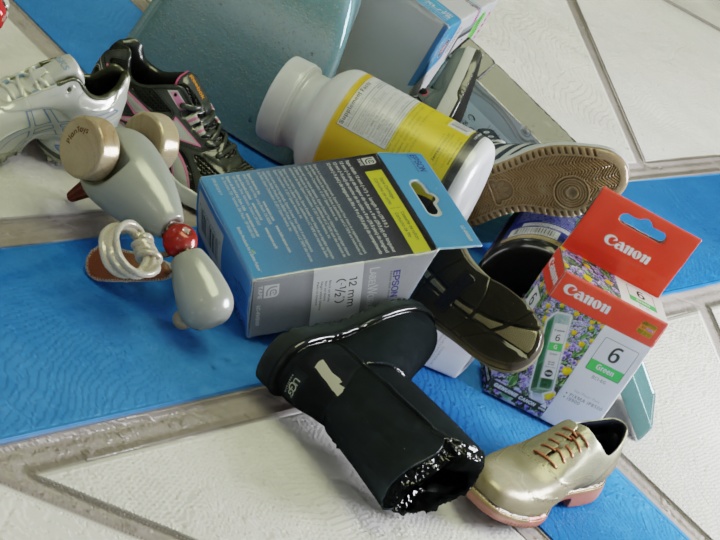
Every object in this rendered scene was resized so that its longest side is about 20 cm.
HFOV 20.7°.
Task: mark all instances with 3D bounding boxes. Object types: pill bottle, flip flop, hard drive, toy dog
[{"bbox_3d":[0.011,-0.109,1.753,0.199,0.113,0.112,29,23,11],"label":"pill bottle"},{"bbox_3d":[0.175,-0.003,1.852,0.111,0.112,0.200,34,25,3],"label":"pill bottle"},{"bbox_3d":[0.077,0.016,1.651,0.200,0.081,0.058,43,-12,25],"label":"flip flop"},{"bbox_3d":[0.145,-0.124,1.988,0.200,0.140,0.038,45,60,3],"label":"hard drive"},{"bbox_3d":[-0.176,-0.033,1.532,0.131,0.096,0.201,18,43,-36],"label":"toy dog"}]

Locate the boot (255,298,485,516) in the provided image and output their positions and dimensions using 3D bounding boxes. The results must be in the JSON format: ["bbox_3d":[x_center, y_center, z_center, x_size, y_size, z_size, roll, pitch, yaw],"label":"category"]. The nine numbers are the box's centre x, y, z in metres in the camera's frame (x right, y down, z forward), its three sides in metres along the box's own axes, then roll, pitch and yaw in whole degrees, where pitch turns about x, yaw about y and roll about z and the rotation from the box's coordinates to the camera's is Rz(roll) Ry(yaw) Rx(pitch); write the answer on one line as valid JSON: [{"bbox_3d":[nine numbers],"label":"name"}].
[{"bbox_3d":[0.035,0.107,1.515,0.168,0.077,0.199,44,30,25],"label":"boot"}]

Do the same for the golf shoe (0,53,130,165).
[{"bbox_3d":[-0.269,-0.139,1.574,0.199,0.098,0.078,-3,45,-51],"label":"golf shoe"}]

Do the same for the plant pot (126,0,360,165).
[{"bbox_3d":[-0.090,-0.259,1.892,0.195,0.201,0.196,30,24,-7],"label":"plant pot"}]

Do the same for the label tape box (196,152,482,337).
[{"bbox_3d":[-0.020,-0.026,1.619,0.198,0.067,0.144,-8,40,-21],"label":"label tape box"}]

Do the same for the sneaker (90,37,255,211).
[{"bbox_3d":[-0.154,-0.124,1.696,0.199,0.087,0.080,34,27,1],"label":"sneaker"}]

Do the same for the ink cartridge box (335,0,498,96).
[{"bbox_3d":[0.031,-0.258,2.103,0.146,0.147,0.200,36,25,7],"label":"ink cartridge box"}]

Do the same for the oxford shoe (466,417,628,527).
[{"bbox_3d":[0.147,0.151,1.577,0.071,0.074,0.199,43,26,21],"label":"oxford shoe"}]

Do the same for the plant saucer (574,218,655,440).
[{"bbox_3d":[0.229,0.052,1.776,0.070,0.019,0.201,-68,141,-58],"label":"plant saucer"}]

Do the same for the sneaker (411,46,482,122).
[{"bbox_3d":[0.025,-0.141,1.860,0.120,0.201,0.084,28,-12,8],"label":"sneaker"}]

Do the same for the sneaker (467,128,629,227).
[{"bbox_3d":[0.155,-0.094,1.834,0.109,0.198,0.071,-61,138,-62],"label":"sneaker"}]

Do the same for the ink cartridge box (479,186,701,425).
[{"bbox_3d":[0.199,0.039,1.695,0.108,0.201,0.050,26,24,-14],"label":"ink cartridge box"}]

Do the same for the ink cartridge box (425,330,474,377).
[{"bbox_3d":[0.000,0.000,1.710,0.199,0.057,0.163,27,25,-25],"label":"ink cartridge box"}]

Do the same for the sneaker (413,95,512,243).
[{"bbox_3d":[0.073,-0.112,1.969,0.199,0.080,0.131,32,25,-5],"label":"sneaker"}]

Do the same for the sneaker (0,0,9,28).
[{"bbox_3d":[-0.389,-0.224,1.632,0.199,0.077,0.085,15,41,-22],"label":"sneaker"}]
